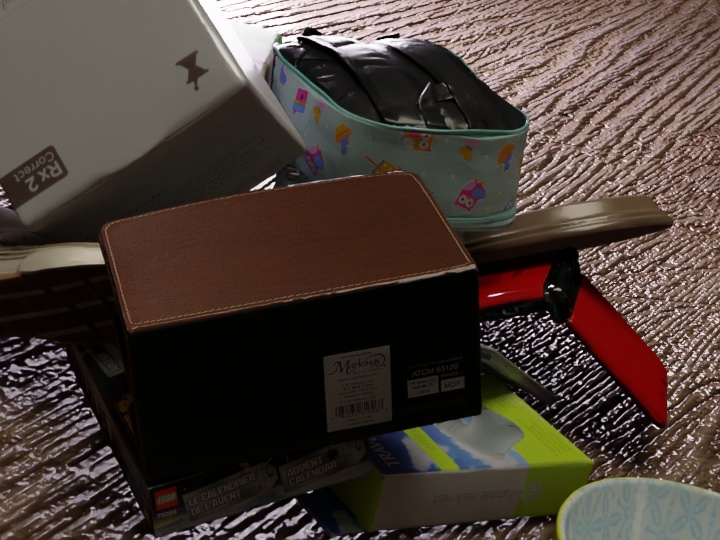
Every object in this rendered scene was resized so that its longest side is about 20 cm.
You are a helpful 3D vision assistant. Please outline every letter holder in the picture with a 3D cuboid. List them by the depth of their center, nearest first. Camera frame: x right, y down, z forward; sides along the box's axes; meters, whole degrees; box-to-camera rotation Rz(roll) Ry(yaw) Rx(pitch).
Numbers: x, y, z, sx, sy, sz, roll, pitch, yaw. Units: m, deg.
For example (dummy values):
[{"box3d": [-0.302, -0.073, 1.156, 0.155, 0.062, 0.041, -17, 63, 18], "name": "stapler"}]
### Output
[{"box3d": [-0.044, 0.025, 1.082, 0.198, 0.101, 0.142, -10, 31, -11], "name": "letter holder"}]

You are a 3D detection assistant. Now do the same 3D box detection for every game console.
[{"box3d": [0.138, 0.057, 1.405, 0.171, 0.120, 0.200, -11, 6, 11], "name": "game console"}]

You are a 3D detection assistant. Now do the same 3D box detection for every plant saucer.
[{"box3d": [0.152, -0.030, 1.492, 0.198, 0.030, 0.200, -11, -4, -1], "name": "plant saucer"}]

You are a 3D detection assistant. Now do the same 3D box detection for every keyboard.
[{"box3d": [0.090, 0.065, 1.280, 0.056, 0.011, 0.200, 25, -4, 22], "name": "keyboard"}]

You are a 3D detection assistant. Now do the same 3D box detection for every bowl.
[{"box3d": [0.182, 0.211, 1.000, 0.198, 0.109, 0.200, 15, 23, -6], "name": "bowl"}]

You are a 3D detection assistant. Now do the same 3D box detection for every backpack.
[{"box3d": [0.028, -0.089, 1.381, 0.174, 0.155, 0.200, 1, 16, -28], "name": "backpack"}]

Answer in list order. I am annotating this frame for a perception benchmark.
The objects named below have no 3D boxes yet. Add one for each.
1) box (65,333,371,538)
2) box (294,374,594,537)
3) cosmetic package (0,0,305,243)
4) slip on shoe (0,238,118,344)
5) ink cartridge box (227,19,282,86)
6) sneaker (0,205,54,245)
[{"box3d": [-0.093, 0.074, 1.139, 0.136, 0.040, 0.200, -15, 34, -17], "name": "box"}, {"box3d": [0.037, 0.115, 1.193, 0.198, 0.048, 0.122, 1, 26, -37], "name": "box"}, {"box3d": [-0.159, -0.120, 1.213, 0.166, 0.164, 0.200, 58, 3, 12], "name": "cosmetic package"}, {"box3d": [-0.213, 0.007, 1.150, 0.198, 0.076, 0.061, -9, 45, 1], "name": "slip on shoe"}, {"box3d": [-0.124, -0.099, 1.431, 0.083, 0.146, 0.200, 14, 22, 0], "name": "ink cartridge box"}, {"box3d": [-0.287, -0.017, 1.233, 0.198, 0.079, 0.099, 15, 13, -30], "name": "sneaker"}]
